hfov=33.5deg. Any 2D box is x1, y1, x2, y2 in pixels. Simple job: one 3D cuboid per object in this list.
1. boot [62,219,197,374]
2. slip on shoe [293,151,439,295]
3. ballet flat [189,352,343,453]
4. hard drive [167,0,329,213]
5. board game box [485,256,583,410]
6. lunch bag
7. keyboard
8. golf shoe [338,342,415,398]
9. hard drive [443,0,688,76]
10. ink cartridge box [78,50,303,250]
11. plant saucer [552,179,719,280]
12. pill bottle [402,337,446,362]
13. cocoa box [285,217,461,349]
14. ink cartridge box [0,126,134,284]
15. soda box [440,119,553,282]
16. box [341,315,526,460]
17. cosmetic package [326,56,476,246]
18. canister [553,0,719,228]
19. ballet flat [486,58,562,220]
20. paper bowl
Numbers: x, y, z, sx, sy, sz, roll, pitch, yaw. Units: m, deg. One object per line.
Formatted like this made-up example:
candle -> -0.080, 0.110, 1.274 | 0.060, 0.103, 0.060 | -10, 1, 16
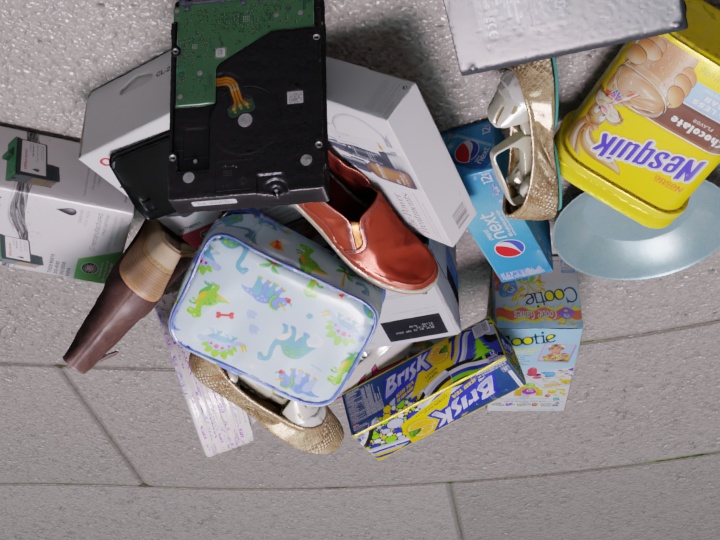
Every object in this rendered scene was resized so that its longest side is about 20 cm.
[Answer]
boot -> -0.251, 0.021, 1.288 | 0.072, 0.200, 0.167 | 40, 95, -8
slip on shoe -> 0.004, -0.048, 1.175 | 0.200, 0.074, 0.061 | 42, 149, -16
ballet flat -> -0.095, 0.135, 1.312 | 0.199, 0.071, 0.065 | 30, 139, -13
hard drive -> -0.098, -0.152, 1.053 | 0.138, 0.202, 0.038 | -5, 161, 6
board game box -> 0.209, 0.081, 1.475 | 0.104, 0.104, 0.201 | 0, 146, 2
lunch bag -> -0.088, 0.041, 1.224 | 0.198, 0.083, 0.162 | 25, 119, -5
keyboard -> -0.133, -0.102, 1.140 | 0.198, 0.040, 0.105 | -16, 118, 21
golf shoe -> -0.015, 0.111, 1.394 | 0.199, 0.092, 0.073 | -35, 91, 15
hard drive -> 0.168, -0.251, 1.012 | 0.198, 0.033, 0.141 | -9, 120, 14
ink cartridge box -> -0.164, -0.115, 1.210 | 0.145, 0.084, 0.200 | -21, 141, 27
plant saucer -> 0.311, -0.059, 1.330 | 0.199, 0.039, 0.202 | 0, 145, 0
pill bottle -> 0.014, 0.096, 1.491 | 0.198, 0.112, 0.111 | -7, 145, 10
cocoa box -> 0.000, 0.000, 1.333 | 0.198, 0.132, 0.134 | -11, 143, 15
ink cartridge box -> -0.346, -0.070, 1.274 | 0.198, 0.085, 0.146 | 10, 144, -15
soda box -> 0.148, -0.070, 1.287 | 0.064, 0.068, 0.200 | -12, 144, 21
box -> 0.083, 0.136, 1.366 | 0.199, 0.065, 0.070 | -28, 138, 13
cosmetic package -> 0.015, -0.118, 1.167 | 0.150, 0.052, 0.200 | 26, 160, 37
canister -> 0.289, -0.150, 1.133 | 0.148, 0.087, 0.200 | 30, 139, -1
ballet flat -> 0.155, -0.132, 1.146 | 0.065, 0.071, 0.202 | -16, 119, -11
paper bowl -> -0.171, 0.114, 1.442 | 0.103, 0.202, 0.201 | -19, 147, -11
